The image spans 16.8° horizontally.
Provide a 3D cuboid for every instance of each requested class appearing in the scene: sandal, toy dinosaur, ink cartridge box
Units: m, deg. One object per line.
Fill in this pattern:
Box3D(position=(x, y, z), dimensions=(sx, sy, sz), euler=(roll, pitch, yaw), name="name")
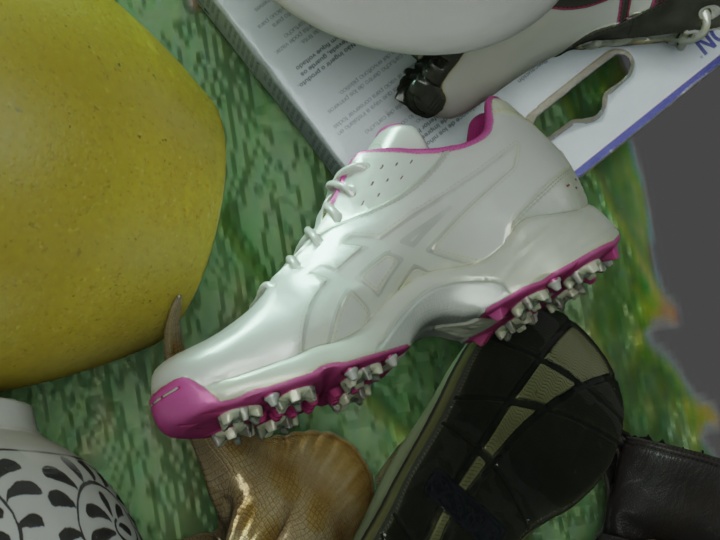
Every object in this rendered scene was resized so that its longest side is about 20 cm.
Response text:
Box3D(position=(0.035, 0.089, 0.971), dimensions=(0.080, 0.057, 0.201), euler=(50, 57, -15), name="sandal")
Box3D(position=(-0.044, 0.100, 0.977), dimensions=(0.101, 0.058, 0.200), euler=(-46, 114, -7), name="toy dinosaur")
Box3D(position=(0.044, -0.127, 1.026), dimensions=(0.196, 0.043, 0.200), euler=(-38, 89, -9), name="ink cartridge box")

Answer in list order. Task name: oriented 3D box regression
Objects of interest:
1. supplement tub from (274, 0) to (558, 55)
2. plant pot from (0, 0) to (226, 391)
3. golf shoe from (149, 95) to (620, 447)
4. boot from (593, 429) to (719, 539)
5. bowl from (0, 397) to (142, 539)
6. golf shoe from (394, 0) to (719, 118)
Box3D(position=(0.034, -0.196, 0.910), dimensions=(0.144, 0.146, 0.201), euler=(21, 53, -1), name="supplement tub")
Box3D(position=(-0.136, -0.034, 0.943), dimensions=(0.141, 0.200, 0.202), euler=(15, 82, -24), name="plant pot")
Box3D(position=(0.000, 0.000, 0.927), dimensions=(0.199, 0.075, 0.092), euler=(-23, 81, -24), name="golf shoe")
Box3D(position=(0.151, 0.159, 0.953), dimensions=(0.199, 0.069, 0.175), euler=(20, 83, 34), name="boot")
Box3D(position=(-0.166, 0.098, 0.907), dimensions=(0.199, 0.201, 0.095), euler=(-2, 80, -4), name="bowl")
Box3D(position=(0.105, -0.116, 0.975), dimensions=(0.200, 0.077, 0.088), euler=(-40, 98, -7), name="golf shoe")
